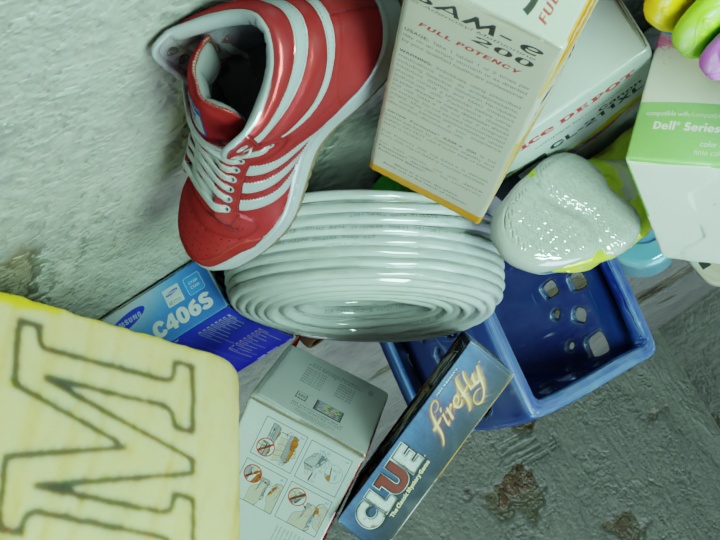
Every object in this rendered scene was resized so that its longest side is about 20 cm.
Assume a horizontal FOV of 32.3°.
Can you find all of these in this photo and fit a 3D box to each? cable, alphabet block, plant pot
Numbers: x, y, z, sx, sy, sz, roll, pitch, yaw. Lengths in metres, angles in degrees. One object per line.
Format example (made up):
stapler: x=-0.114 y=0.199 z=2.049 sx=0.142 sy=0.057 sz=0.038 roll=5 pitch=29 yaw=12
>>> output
cable: x=0.000 y=0.000 z=0.853 sx=0.198 sy=0.070 sz=0.199 roll=8 pitch=164 yaw=-33
alphabet block: x=-0.193 y=0.156 z=0.711 sx=0.195 sy=0.202 sz=0.195 roll=21 pitch=136 yaw=-29
plant pot: x=0.127 y=0.045 z=1.172 sx=0.199 sy=0.202 sz=0.179 roll=-18 pitch=169 yaw=-41

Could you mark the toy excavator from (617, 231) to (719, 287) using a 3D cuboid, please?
toy excavator: x=0.324 y=-0.034 z=1.284 sx=0.193 sy=0.202 sz=0.100 roll=-31 pitch=167 yaw=5

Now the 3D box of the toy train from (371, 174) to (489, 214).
toy train: x=0.090 y=-0.070 z=0.964 sx=0.198 sy=0.057 sz=0.042 roll=-16 pitch=162 yaw=-40

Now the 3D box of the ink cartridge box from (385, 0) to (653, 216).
ink cartridge box: x=0.117 y=-0.112 z=0.820 sx=0.145 sy=0.083 sz=0.200 roll=-33 pitch=166 yaw=12

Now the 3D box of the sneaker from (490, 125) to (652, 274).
sneaker: x=0.150 y=-0.034 z=0.826 sx=0.198 sy=0.076 sz=0.105 roll=-24 pitch=166 yaw=-32

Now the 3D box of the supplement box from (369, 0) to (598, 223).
supplement box: x=0.070 y=-0.122 z=0.596 sx=0.127 sy=0.073 sz=0.200 roll=-61 pitch=175 yaw=-18

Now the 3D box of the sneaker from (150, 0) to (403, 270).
sneaker: x=-0.067 y=-0.064 z=0.622 sx=0.112 sy=0.071 sz=0.200 roll=-21 pitch=156 yaw=-49

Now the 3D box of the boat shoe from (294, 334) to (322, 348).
boat shoe: x=0.022 y=-0.005 z=1.012 sx=0.198 sy=0.074 sz=0.076 roll=-31 pitch=167 yaw=1

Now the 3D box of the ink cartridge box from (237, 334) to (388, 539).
ink cartridge box: x=-0.061 y=0.163 z=0.844 sx=0.202 sy=0.083 sz=0.176 roll=-64 pitch=178 yaw=13

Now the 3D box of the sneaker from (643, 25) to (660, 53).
sneaker: x=0.251 y=-0.162 z=0.951 sx=0.100 sy=0.078 sz=0.200 roll=-48 pitch=178 yaw=-7

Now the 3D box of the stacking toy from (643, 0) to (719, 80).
stacking toy: x=0.193 y=-0.139 z=0.637 sx=0.116 sy=0.202 sz=0.109 roll=-36 pitch=165 yaw=28

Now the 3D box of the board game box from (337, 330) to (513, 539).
board game box: x=0.044 y=0.107 z=0.832 sx=0.136 sy=0.034 sz=0.200 roll=-53 pitch=176 yaw=1

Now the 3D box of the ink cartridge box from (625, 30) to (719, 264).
ink cartridge box: x=0.227 y=-0.119 z=0.759 sx=0.067 sy=0.202 sz=0.117 roll=6 pitch=155 yaw=29

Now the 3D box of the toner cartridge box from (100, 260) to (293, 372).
toner cartridge box: x=-0.122 y=0.047 z=0.959 sx=0.094 sy=0.043 sz=0.200 roll=-33 pitch=167 yaw=3
